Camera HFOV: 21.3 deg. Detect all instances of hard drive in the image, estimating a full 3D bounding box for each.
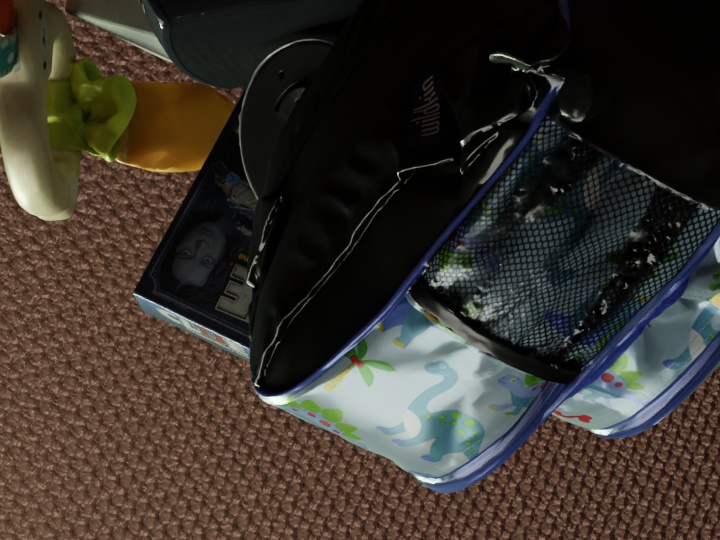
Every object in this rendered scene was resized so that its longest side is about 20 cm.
[{"bbox_3d":[-0.025,-0.116,0.823,0.134,0.043,0.200,-9,177,4],"label":"hard drive"}]

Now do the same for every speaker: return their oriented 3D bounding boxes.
[{"bbox_3d":[0.038,-0.062,0.850,0.081,0.082,0.199,22,-162,34],"label":"speaker"}]

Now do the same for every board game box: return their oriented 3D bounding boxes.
[{"bbox_3d":[0.000,0.000,1.001,0.199,0.136,0.035,24,165,12],"label":"board game box"}]

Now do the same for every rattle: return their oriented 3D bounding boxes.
[{"bbox_3d":[-0.152,-0.109,1.100,0.142,0.131,0.200,14,150,10],"label":"rattle"}]

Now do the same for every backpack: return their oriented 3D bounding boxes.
[{"bbox_3d":[0.055,-0.024,0.665,0.146,0.200,0.184,29,-146,-20],"label":"backpack"}]

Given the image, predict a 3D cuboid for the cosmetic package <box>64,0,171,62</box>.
[{"bbox_3d":[-0.082,-0.170,1.102,0.090,0.107,0.200,23,-178,-38],"label":"cosmetic package"}]
